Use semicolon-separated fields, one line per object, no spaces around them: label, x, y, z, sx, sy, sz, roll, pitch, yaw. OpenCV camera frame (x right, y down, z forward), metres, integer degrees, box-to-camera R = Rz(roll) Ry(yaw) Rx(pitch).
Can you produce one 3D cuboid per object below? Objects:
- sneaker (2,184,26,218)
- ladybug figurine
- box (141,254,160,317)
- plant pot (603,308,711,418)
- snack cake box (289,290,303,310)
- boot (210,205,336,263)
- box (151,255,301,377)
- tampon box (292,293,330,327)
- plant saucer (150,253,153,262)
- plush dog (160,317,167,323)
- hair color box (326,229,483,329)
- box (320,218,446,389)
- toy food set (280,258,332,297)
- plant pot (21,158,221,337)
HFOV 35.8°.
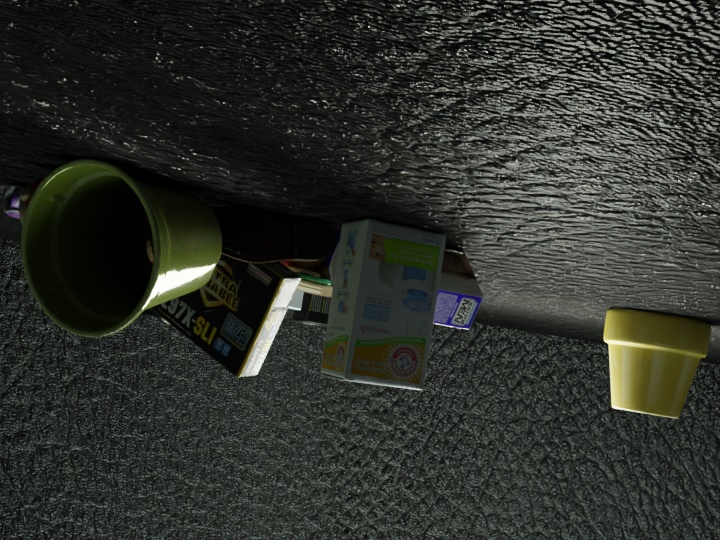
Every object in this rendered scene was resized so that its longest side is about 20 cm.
sneaker;-0.462;-0.087;1.679;0.199;0.073;0.114;6;172;37
ladybug figurine;-0.348;-0.058;1.444;0.072;0.137;0.199;-23;144;36
box;-0.373;-0.018;1.762;0.199;0.160;0.046;9;-168;19
plant pot;0.564;0.182;2.157;0.199;0.190;0.201;9;175;1
snack cake box;-0.166;-0.008;1.748;0.067;0.116;0.200;7;175;33
boot;-0.139;-0.042;1.517;0.198;0.075;0.097;9;173;-15
box;-0.195;0.031;1.570;0.200;0.161;0.049;34;-161;28
tampon box;-0.019;0.058;2.226;0.198;0.127;0.150;11;175;-14
plant saucer;-0.337;-0.052;1.628;0.199;0.036;0.200;-14;157;-6
plush dog;-0.401;0.032;2.434;0.160;0.173;0.200;11;175;-31
hair color box;0.060;0.012;1.551;0.199;0.065;0.110;12;-148;-19
box;0.028;0.045;1.420;0.112;0.202;0.101;11;176;-20
toy food set;-0.076;-0.011;1.647;0.197;0.049;0.200;9;-164;-29
plant pot;-0.269;-0.030;1.341;0.199;0.202;0.184;7;-173;25
